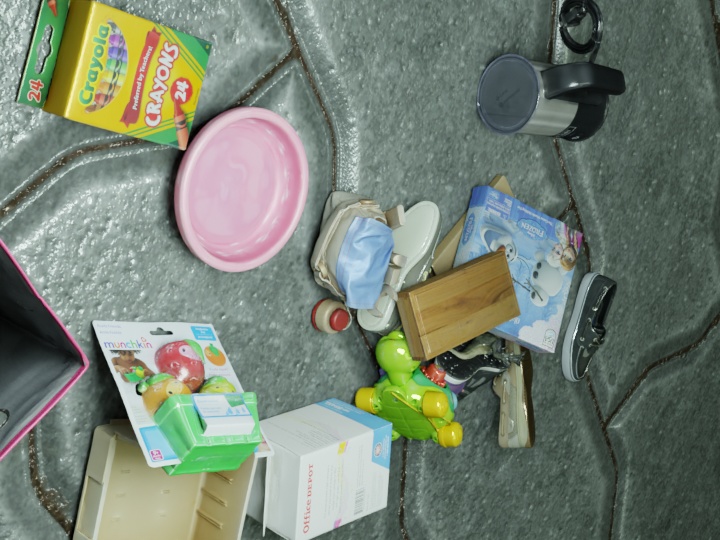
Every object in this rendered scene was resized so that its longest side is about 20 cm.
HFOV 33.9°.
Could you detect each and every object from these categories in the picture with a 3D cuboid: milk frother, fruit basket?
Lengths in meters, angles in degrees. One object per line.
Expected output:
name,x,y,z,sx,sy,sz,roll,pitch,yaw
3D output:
milk frother,0.282,-0.310,1.779,0.187,0.180,0.202,-2,62,-46
fruit basket,-0.202,0.136,1.380,0.184,0.201,0.094,6,142,-46

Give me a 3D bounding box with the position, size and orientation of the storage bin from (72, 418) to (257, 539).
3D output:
storage bin,-0.242,0.290,1.453,0.197,0.093,0.202,5,101,-47

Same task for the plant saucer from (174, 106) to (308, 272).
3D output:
plant saucer,-0.151,-0.101,1.440,0.199,0.051,0.203,-18,116,-41

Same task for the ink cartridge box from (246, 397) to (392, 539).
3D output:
ink cartridge box,-0.071,0.270,1.601,0.199,0.125,0.130,-11,111,-44

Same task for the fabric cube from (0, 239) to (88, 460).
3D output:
fabric cube,-0.419,0.064,1.109,0.196,0.198,0.201,-47,132,-25

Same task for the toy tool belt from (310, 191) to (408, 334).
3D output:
toy tool belt,0.000,0.000,1.581,0.124,0.122,0.202,0,104,-46

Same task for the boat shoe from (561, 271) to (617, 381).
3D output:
boat shoe,0.407,0.105,2.094,0.068,0.056,0.202,1,103,-46

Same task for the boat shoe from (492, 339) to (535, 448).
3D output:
boat shoe,0.248,0.192,1.948,0.072,0.064,0.202,2,83,-68

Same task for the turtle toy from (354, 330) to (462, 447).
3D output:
turtle toy,0.073,0.174,1.718,0.201,0.144,0.102,65,36,-43

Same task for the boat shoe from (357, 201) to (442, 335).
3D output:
boat shoe,0.065,-0.001,1.689,0.060,0.072,0.203,27,90,-49

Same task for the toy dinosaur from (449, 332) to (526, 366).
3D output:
toy dinosaur,0.207,0.119,1.843,0.199,0.088,0.048,-24,137,-57

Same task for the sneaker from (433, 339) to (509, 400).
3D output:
sneaker,0.158,0.164,1.862,0.199,0.076,0.088,-8,138,-52

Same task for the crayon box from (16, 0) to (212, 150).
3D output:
crayon box,-0.263,-0.215,1.282,0.199,0.051,0.128,10,97,-47

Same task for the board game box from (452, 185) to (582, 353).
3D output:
board game box,0.235,0.001,1.803,0.199,0.043,0.201,22,77,-27

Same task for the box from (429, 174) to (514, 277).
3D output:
box,0.189,-0.024,1.846,0.200,0.021,0.164,-49,133,-22

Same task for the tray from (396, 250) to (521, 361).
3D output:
tray,0.143,0.049,1.686,0.199,0.037,0.100,-22,100,-38
